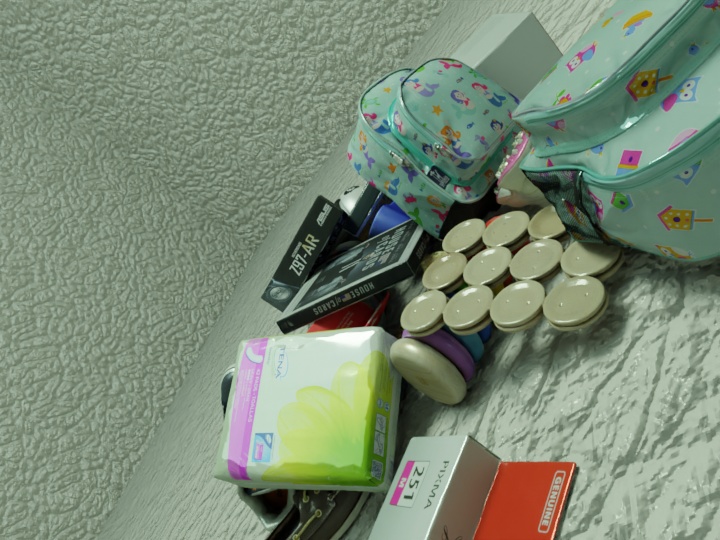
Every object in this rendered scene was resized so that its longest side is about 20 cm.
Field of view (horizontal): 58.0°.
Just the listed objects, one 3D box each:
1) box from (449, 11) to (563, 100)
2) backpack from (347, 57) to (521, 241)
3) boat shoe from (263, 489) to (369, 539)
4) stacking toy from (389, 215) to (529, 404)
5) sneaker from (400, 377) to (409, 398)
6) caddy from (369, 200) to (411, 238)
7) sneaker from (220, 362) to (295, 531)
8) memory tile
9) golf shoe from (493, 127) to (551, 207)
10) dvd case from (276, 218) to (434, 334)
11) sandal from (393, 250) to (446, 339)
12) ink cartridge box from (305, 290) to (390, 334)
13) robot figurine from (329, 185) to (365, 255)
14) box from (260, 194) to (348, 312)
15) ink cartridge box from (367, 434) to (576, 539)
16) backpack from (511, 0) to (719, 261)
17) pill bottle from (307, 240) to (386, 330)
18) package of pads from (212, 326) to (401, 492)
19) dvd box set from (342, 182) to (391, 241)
[{"bbox_3d":[0.203,-0.265,0.880,0.097,0.124,0.201,-41,17,13],"label":"box"},{"bbox_3d":[0.086,-0.156,0.775,0.177,0.198,0.153,-43,-22,-35],"label":"backpack"},{"bbox_3d":[-0.051,0.260,0.693,0.203,0.059,0.072,-56,13,1],"label":"boat shoe"},{"bbox_3d":[0.113,0.027,0.651,0.202,0.085,0.085,-54,13,-20],"label":"stacking toy"},{"bbox_3d":[-0.004,0.169,0.765,0.201,0.070,0.082,-49,-3,14],"label":"sneaker"},{"bbox_3d":[0.088,-0.088,0.931,0.200,0.103,0.145,-48,-17,-76],"label":"caddy"},{"bbox_3d":[-0.119,0.214,0.783,0.076,0.205,0.080,-18,13,10],"label":"sneaker"},{"bbox_3d":[0.136,-0.002,0.576,0.196,0.017,0.155,-8,39,44],"label":"memory tile"},{"bbox_3d":[0.189,-0.090,0.674,0.077,0.090,0.200,-63,-10,9],"label":"golf shoe"},{"bbox_3d":[0.000,0.000,0.805,0.197,0.025,0.151,-26,17,30],"label":"dvd case"},{"bbox_3d":[0.087,0.016,0.763,0.212,0.069,0.078,-49,14,26],"label":"sandal"},{"bbox_3d":[-0.038,0.111,0.820,0.117,0.066,0.203,-51,-13,-53],"label":"ink cartridge box"},{"bbox_3d":[-0.025,-0.063,1.226,0.201,0.123,0.152,-50,32,19],"label":"robot figurine"},{"bbox_3d":[-0.075,-0.025,0.963,0.163,0.043,0.200,-60,0,3],"label":"box"},{"bbox_3d":[0.053,0.218,0.464,0.203,0.043,0.173,-62,13,-25],"label":"ink cartridge box"},{"bbox_3d":[0.211,-0.105,0.440,0.175,0.154,0.200,-43,23,1],"label":"backpack"},{"bbox_3d":[-0.015,0.037,0.976,0.115,0.113,0.201,-49,13,20],"label":"pill bottle"},{"bbox_3d":[-0.052,0.144,0.682,0.195,0.068,0.159,-8,60,28],"label":"package of pads"},{"bbox_3d":[0.045,-0.109,1.065,0.149,0.029,0.200,-60,-17,2],"label":"dvd box set"}]
